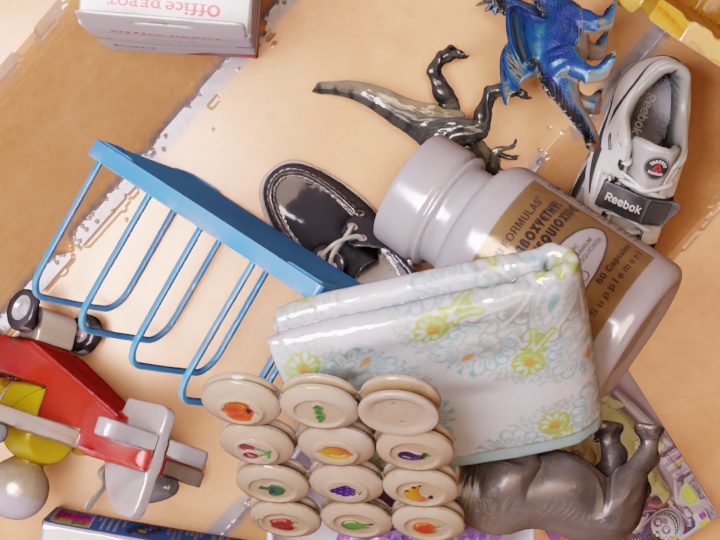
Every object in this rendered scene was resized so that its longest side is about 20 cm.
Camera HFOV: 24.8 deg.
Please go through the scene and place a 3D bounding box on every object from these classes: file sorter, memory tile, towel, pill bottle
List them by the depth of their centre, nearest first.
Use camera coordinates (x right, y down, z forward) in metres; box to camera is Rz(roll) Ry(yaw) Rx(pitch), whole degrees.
[{"bbox_3d":[0.051,0.067,1.049,0.200,0.171,0.048,-13,51,4],"label":"towel"},{"bbox_3d":[-0.013,0.125,1.055,0.153,0.200,0.017,1,54,11],"label":"memory tile"},{"bbox_3d":[-0.106,0.018,1.139,0.200,0.139,0.123,33,95,22],"label":"file sorter"},{"bbox_3d":[0.114,-0.007,1.154,0.200,0.114,0.114,34,91,15],"label":"pill bottle"}]

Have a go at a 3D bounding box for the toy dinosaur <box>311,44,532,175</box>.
[{"bbox_3d":[0.070,-0.115,1.221,0.200,0.047,0.088,33,97,0],"label":"toy dinosaur"}]

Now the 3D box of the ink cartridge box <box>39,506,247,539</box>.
[{"bbox_3d":[-0.144,0.261,1.209,0.199,0.076,0.137,11,92,-1],"label":"ink cartridge box"}]

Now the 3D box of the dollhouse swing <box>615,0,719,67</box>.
[{"bbox_3d":[0.306,-0.198,1.161,0.200,0.176,0.182,32,91,-2],"label":"dollhouse swing"}]

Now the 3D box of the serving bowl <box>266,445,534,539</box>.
[{"bbox_3d":[0.025,0.189,1.211,0.200,0.066,0.201,0,89,-12],"label":"serving bowl"}]

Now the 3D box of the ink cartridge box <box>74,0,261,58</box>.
[{"bbox_3d":[-0.128,-0.190,1.130,0.116,0.200,0.068,4,92,-3],"label":"ink cartridge box"}]

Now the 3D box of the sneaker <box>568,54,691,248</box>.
[{"bbox_3d":[0.195,-0.063,1.197,0.074,0.089,0.200,13,87,-5],"label":"sneaker"}]

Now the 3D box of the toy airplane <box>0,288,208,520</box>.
[{"bbox_3d":[-0.205,0.119,1.141,0.200,0.199,0.141,33,94,-4],"label":"toy airplane"}]

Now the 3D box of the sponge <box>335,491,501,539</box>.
[{"bbox_3d":[0.059,0.140,1.172,0.111,0.030,0.200,21,84,-13],"label":"sponge"}]

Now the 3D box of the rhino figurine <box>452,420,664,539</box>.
[{"bbox_3d":[0.108,0.141,1.138,0.199,0.060,0.088,6,84,-6],"label":"rhino figurine"}]

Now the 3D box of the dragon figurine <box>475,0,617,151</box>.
[{"bbox_3d":[0.129,-0.153,1.171,0.099,0.059,0.200,8,55,0],"label":"dragon figurine"}]

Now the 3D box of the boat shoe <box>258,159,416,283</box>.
[{"bbox_3d":[0.000,0.000,1.212,0.074,0.060,0.200,-37,93,-1],"label":"boat shoe"}]

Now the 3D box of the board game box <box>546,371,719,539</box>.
[{"bbox_3d":[0.169,0.133,1.242,0.120,0.032,0.200,-33,93,3],"label":"board game box"}]
